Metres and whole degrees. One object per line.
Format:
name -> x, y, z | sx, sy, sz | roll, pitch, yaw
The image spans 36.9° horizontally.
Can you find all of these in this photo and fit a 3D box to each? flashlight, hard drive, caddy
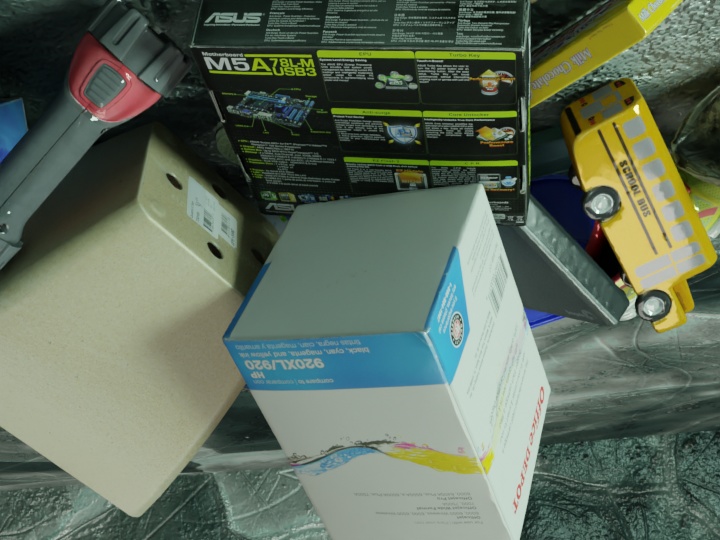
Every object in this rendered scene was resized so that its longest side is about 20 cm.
flashlight -> -0.195, -0.080, 0.688 | 0.200, 0.068, 0.068 | -48, 147, 5
hard drive -> 0.120, -0.033, 0.904 | 0.200, 0.033, 0.139 | 42, 167, -22
caddy -> 0.157, -0.020, 1.074 | 0.199, 0.105, 0.141 | -20, 138, 20

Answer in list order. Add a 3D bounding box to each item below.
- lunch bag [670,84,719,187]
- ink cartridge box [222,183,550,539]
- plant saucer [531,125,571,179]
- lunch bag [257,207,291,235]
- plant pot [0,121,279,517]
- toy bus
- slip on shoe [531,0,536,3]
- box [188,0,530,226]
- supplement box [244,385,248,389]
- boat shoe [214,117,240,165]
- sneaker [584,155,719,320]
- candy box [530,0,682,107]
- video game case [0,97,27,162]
lunch bag -> 0.365, -0.101, 0.833 | 0.163, 0.118, 0.200 | 12, 151, -37
ink cartridge box -> 0.029, 0.069, 0.736 | 0.144, 0.148, 0.201 | -5, 127, 26
plant saucer -> 0.125, -0.095, 0.973 | 0.199, 0.019, 0.070 | -13, 160, 28
lunch bag -> 0.000, 0.000, 0.912 | 0.127, 0.200, 0.170 | -36, 171, -15
plant pot -> -0.164, 0.016, 0.785 | 0.177, 0.200, 0.200 | -37, 118, 18
toy bus -> 0.226, -0.048, 0.872 | 0.078, 0.065, 0.200 | -27, 116, 13
slip on shoe -> 0.051, -0.189, 0.581 | 0.199, 0.076, 0.060 | 0, 161, -40
box -> 0.010, -0.098, 0.698 | 0.199, 0.048, 0.193 | 3, 150, 11
supplement box -> -0.017, 0.062, 1.234 | 0.199, 0.135, 0.200 | -16, 159, 33
boat shoe -> -0.015, -0.125, 0.770 | 0.199, 0.063, 0.075 | -10, 147, 28
sneaker -> 0.255, -0.044, 0.950 | 0.090, 0.078, 0.201 | 18, 112, -38
candy box -> 0.133, -0.141, 0.727 | 0.200, 0.026, 0.102 | -28, -165, 51
video game case -> -0.340, -0.080, 0.718 | 0.180, 0.046, 0.200 | -5, -166, 1
